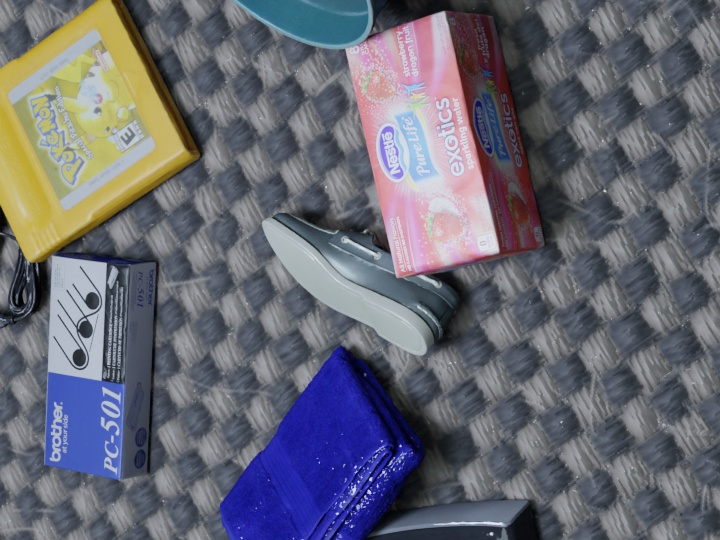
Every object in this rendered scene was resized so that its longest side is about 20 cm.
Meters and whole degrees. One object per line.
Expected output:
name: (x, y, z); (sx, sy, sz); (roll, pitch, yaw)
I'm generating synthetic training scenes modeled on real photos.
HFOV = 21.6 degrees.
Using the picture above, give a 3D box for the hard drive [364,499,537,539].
hard drive: (0.061, 0.271, 1.609); (0.199, 0.042, 0.136); (-12, 88, 29)

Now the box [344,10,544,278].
box: (0.069, -0.103, 1.548); (0.102, 0.095, 0.201); (-13, 87, 29)

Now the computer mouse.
computer mouse: (-0.389, -0.012, 1.835); (0.199, 0.046, 0.141); (0, 90, 17)

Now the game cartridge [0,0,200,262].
game cartridge: (-0.267, -0.131, 1.752); (0.199, 0.032, 0.177); (-32, 79, 18)

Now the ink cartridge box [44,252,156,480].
ink cartridge box: (-0.244, 0.088, 1.761); (0.094, 0.044, 0.201); (7, 98, 30)

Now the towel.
towel: (-0.041, 0.182, 1.629); (0.200, 0.049, 0.148); (-53, 49, 18)

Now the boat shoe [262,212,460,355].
boat shoe: (0.000, 0.000, 1.625); (0.200, 0.073, 0.062); (33, 65, 30)

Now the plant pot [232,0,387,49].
plant pot: (-0.025, -0.316, 1.515); (0.199, 0.200, 0.188); (25, 67, 25)
